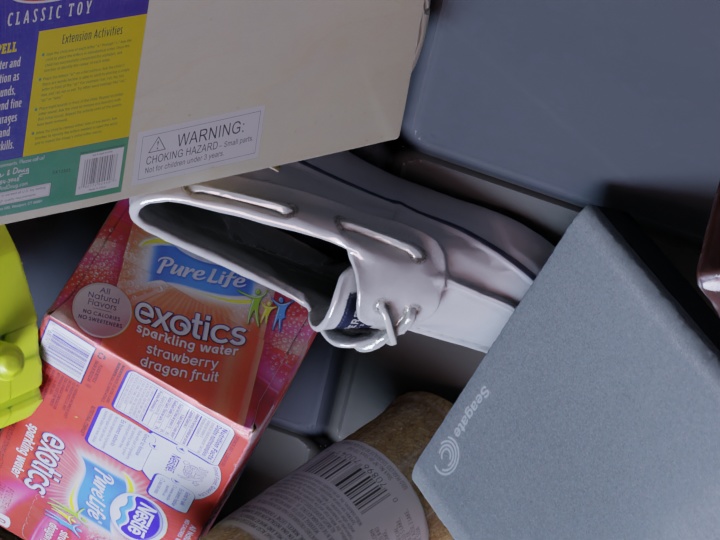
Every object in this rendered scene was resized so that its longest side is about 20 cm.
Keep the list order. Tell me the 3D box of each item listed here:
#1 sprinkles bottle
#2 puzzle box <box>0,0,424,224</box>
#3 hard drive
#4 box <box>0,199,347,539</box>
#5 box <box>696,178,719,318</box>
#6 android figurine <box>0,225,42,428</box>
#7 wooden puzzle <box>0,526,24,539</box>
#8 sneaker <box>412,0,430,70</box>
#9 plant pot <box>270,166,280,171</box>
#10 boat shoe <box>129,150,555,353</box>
[{"bbox_3d":[-0.027,0.124,1.249,0.068,0.200,0.068,27,133,33],"label":"sprinkles bottle"},{"bbox_3d":[-0.059,-0.089,0.937,0.025,0.199,0.134,38,128,39],"label":"puzzle box"},{"bbox_3d":[0.107,0.090,1.101,0.033,0.200,0.140,11,121,-40],"label":"hard drive"},{"bbox_3d":[-0.089,0.053,1.270,0.099,0.096,0.200,30,148,1],"label":"box"},{"bbox_3d":[0.228,-0.005,0.935,0.164,0.166,0.200,-4,140,30],"label":"box"},{"bbox_3d":[-0.190,0.004,1.226,0.200,0.041,0.183,14,122,57],"label":"android figurine"},{"bbox_3d":[-0.159,0.140,1.418,0.199,0.046,0.185,23,180,-7],"label":"wooden puzzle"},{"bbox_3d":[-0.062,-0.123,1.025,0.111,0.077,0.200,23,174,37],"label":"sneaker"},{"bbox_3d":[-0.112,-0.092,1.062,0.199,0.028,0.200,27,180,0],"label":"plant pot"},{"bbox_3d":[0.000,0.000,1.175,0.199,0.066,0.074,24,147,-6],"label":"boat shoe"}]
